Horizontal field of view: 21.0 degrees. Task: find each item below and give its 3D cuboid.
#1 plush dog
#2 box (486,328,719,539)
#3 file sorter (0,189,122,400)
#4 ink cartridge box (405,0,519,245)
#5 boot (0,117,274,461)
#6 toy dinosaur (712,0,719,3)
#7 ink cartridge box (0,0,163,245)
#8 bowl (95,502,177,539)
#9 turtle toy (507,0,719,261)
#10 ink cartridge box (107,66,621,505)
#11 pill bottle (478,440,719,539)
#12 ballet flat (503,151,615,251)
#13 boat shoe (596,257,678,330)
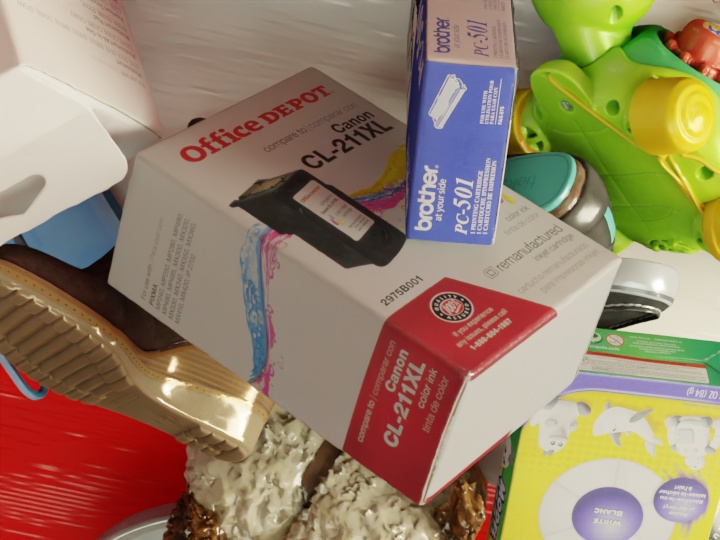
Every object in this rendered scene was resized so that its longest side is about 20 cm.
[{"bbox_3d":[-0.021,0.130,1.104,0.171,0.201,0.161,28,149,5],"label":"plush dog"},{"bbox_3d":[0.130,0.127,1.053,0.116,0.049,0.202,6,124,-2],"label":"box"},{"bbox_3d":[-0.238,0.011,1.078,0.198,0.123,0.139,-21,121,14],"label":"file sorter"},{"bbox_3d":[0.046,-0.106,0.943,0.044,0.201,0.095,5,123,-2],"label":"ink cartridge box"},{"bbox_3d":[-0.110,-0.009,1.022,0.072,0.168,0.199,-17,141,41],"label":"boot"},{"bbox_3d":[0.181,-0.159,0.905,0.085,0.201,0.136,-23,123,11],"label":"toy dinosaur"},{"bbox_3d":[-0.194,-0.115,0.930,0.128,0.202,0.125,-27,158,18],"label":"ink cartridge box"},{"bbox_3d":[-0.106,0.221,1.216,0.199,0.090,0.203,-3,111,-7],"label":"bowl"},{"bbox_3d":[0.144,-0.089,1.003,0.145,0.101,0.201,3,137,51],"label":"turtle toy"},{"bbox_3d":[0.000,0.000,0.937,0.199,0.145,0.083,33,129,21],"label":"ink cartridge box"},{"bbox_3d":[0.173,0.132,1.148,0.200,0.112,0.111,38,117,-21],"label":"pill bottle"},{"bbox_3d":[0.052,-0.028,1.034,0.199,0.068,0.068,10,154,45],"label":"ballet flat"},{"bbox_3d":[0.084,0.035,1.070,0.198,0.067,0.070,-7,164,33],"label":"boat shoe"}]
